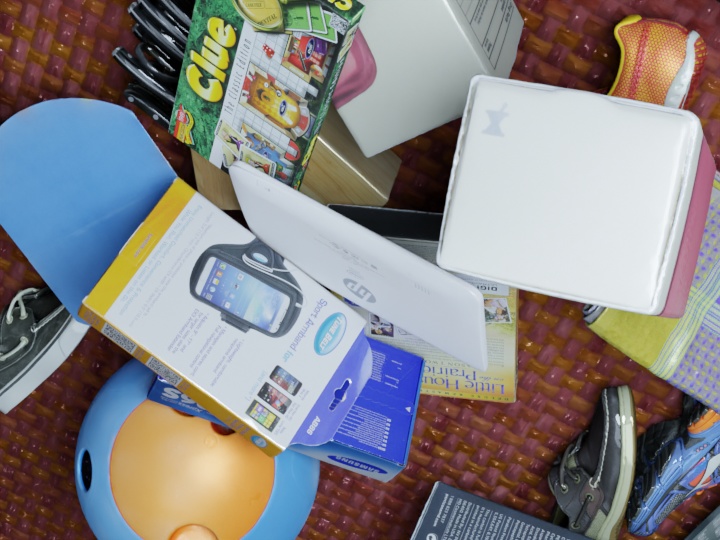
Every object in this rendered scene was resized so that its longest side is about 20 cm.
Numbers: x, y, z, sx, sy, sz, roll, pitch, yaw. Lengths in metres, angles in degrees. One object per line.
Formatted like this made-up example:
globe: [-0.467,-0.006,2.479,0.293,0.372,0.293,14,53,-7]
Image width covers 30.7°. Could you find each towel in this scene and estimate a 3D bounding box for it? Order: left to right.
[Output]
towel: [0.268,0.026,0.950,0.199,0.023,0.144,34,94,-18]

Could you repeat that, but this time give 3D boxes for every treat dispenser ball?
treat dispenser ball: [-0.132,0.157,1.071,0.198,0.202,0.203,6,124,9]

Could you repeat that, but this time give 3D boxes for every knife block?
knife block: [-0.075,-0.133,0.954,0.197,0.064,0.177,3,124,12]

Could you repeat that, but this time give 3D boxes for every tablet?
tablet: [0.000,0.000,0.904,0.199,0.014,0.130,29,160,20]

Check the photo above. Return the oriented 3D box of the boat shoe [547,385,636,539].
boat shoe: [0.187,0.179,1.086,0.064,0.074,0.202,6,123,4]

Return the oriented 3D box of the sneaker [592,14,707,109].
sneaker: [0.183,-0.086,0.930,0.076,0.073,0.202,23,119,17]

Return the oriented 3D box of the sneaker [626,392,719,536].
sneaker: [0.275,0.149,1.047,0.078,0.076,0.201,25,126,-7]

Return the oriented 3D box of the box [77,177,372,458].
box: [-0.089,0.041,0.945,0.199,0.120,0.041,38,156,-7]

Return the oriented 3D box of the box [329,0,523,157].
box: [0.010,-0.200,0.852,0.108,0.128,0.201,-21,115,26]

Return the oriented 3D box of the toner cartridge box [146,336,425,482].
toner cartridge box: [-0.054,0.082,0.997,0.198,0.096,0.043,21,148,-12]

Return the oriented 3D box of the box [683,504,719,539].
box: [0.357,0.234,1.074,0.157,0.046,0.201,20,126,-18]

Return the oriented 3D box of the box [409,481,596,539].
box: [0.135,0.287,1.103,0.198,0.108,0.149,17,146,15]

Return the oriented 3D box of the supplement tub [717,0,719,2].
supplement tub: [0.280,-0.195,0.793,0.199,0.123,0.123,33,124,-8]

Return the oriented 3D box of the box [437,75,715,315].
box: [0.137,-0.037,0.790,0.126,0.200,0.110,13,92,19]

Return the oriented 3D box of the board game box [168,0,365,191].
board game box: [-0.067,-0.127,0.851,0.104,0.023,0.201,36,146,8]

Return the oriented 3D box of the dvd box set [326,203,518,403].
dvd box set: [0.051,0.030,1.007,0.144,0.030,0.201,5,142,11]

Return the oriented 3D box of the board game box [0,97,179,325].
board game box: [-0.196,-0.049,1.018,0.157,0.039,0.201,-25,113,25]

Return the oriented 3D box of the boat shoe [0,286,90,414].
boat shoe: [-0.278,0.052,1.119,0.064,0.071,0.200,40,124,-14]
